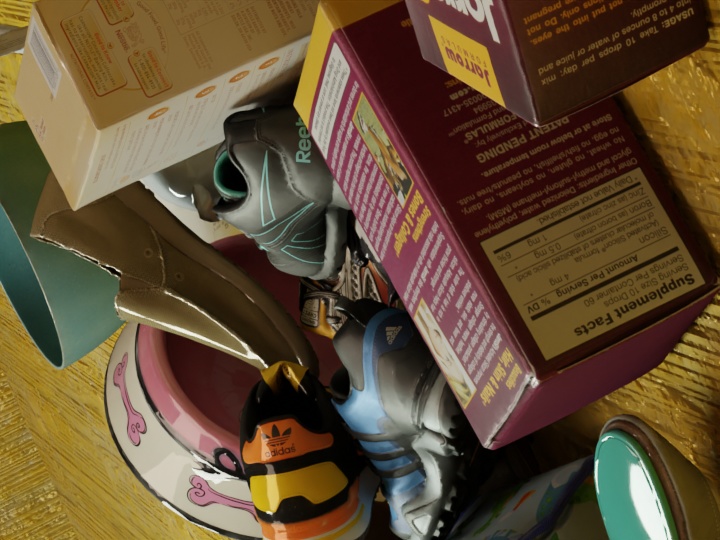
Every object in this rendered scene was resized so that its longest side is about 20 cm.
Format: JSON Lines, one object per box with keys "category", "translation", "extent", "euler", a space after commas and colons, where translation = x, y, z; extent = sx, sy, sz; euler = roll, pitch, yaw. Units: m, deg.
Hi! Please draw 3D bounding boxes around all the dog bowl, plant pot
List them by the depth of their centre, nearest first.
{"category": "dog bowl", "translation": [-0.052, 0.063, 1.642], "extent": [0.200, 0.200, 0.074], "euler": [57, 150, 24]}
{"category": "plant pot", "translation": [-0.222, -0.041, 2.134], "extent": [0.200, 0.135, 0.200], "euler": [56, 164, 26]}

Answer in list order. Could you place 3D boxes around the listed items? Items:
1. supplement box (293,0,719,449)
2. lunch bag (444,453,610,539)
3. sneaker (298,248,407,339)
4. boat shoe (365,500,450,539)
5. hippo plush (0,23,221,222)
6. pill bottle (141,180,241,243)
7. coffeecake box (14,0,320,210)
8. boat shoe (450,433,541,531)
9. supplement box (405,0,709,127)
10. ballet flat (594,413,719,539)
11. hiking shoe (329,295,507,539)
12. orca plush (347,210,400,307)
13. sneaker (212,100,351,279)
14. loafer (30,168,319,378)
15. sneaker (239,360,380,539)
{"category": "supplement box", "translation": [0.063, -0.038, 1.236], "extent": [0.200, 0.103, 0.131], "euler": [61, 165, 12]}
{"category": "lunch bag", "translation": [0.123, 0.212, 1.425], "extent": [0.200, 0.127, 0.170], "euler": [48, 158, -5]}
{"category": "sneaker", "translation": [0.000, 0.000, 1.553], "extent": [0.078, 0.082, 0.200], "euler": [27, 140, 66]}
{"category": "boat shoe", "translation": [0.036, 0.180, 1.530], "extent": [0.070, 0.200, 0.071], "euler": [-28, 49, 59]}
{"category": "hippo plush", "translation": [-0.110, -0.106, 1.578], "extent": [0.161, 0.200, 0.159], "euler": [59, -172, -15]}
{"category": "pill bottle", "translation": [-0.142, -0.103, 1.801], "extent": [0.114, 0.114, 0.200], "euler": [51, 160, 40]}
{"category": "coffeecake box", "translation": [-0.063, -0.119, 1.339], "extent": [0.073, 0.200, 0.154], "euler": [63, 165, 7]}
{"category": "boat shoe", "translation": [0.071, 0.101, 1.536], "extent": [0.200, 0.072, 0.068], "euler": [72, -166, -55]}
{"category": "supplement box", "translation": [0.055, -0.173, 1.068], "extent": [0.110, 0.086, 0.200], "euler": [37, 150, 59]}
{"category": "ballet flat", "translation": [0.158, 0.143, 1.294], "extent": [0.067, 0.064, 0.200], "euler": [27, 137, 50]}
{"category": "hiking shoe", "translation": [0.027, 0.075, 1.400], "extent": [0.087, 0.074, 0.200], "euler": [32, 152, 16]}
{"category": "orca plush", "translation": [0.036, -0.046, 1.400], "extent": [0.200, 0.071, 0.105], "euler": [-130, 42, -75]}
{"category": "sneaker", "translation": [-0.040, -0.048, 1.406], "extent": [0.200, 0.079, 0.076], "euler": [112, 155, -70]}
{"category": "loafer", "translation": [-0.110, 0.009, 1.569], "extent": [0.200, 0.067, 0.076], "euler": [41, 175, -1]}
{"category": "sneaker", "translation": [-0.028, 0.083, 1.471], "extent": [0.200, 0.070, 0.090], "euler": [-85, -17, -73]}
